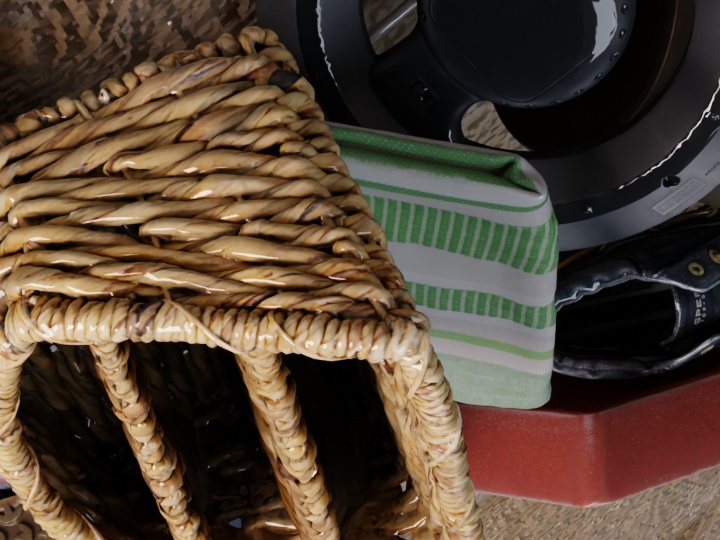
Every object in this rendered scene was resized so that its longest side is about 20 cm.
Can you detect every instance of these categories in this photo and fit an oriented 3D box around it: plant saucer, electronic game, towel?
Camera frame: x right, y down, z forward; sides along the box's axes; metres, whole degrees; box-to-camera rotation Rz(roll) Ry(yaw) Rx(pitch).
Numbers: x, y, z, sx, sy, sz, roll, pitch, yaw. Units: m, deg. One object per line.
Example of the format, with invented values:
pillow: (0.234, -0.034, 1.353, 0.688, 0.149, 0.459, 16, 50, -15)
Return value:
plant saucer: (0.116, 0.059, 1.198, 0.199, 0.200, 0.037, -15, 100, -33)
electronic game: (0.060, -0.098, 0.941, 0.200, 0.200, 0.042, -58, -174, 27)
towel: (0.000, 0.000, 0.992, 0.152, 0.023, 0.200, 9, 154, 6)

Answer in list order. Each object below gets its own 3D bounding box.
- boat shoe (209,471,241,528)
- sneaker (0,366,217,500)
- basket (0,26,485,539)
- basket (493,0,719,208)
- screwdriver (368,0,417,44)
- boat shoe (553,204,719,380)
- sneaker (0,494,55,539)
boat shoe: (-0.015, 0.088, 1.087, 0.084, 0.069, 0.200, -35, -177, 26)
sneaker: (-0.135, 0.078, 1.029, 0.200, 0.079, 0.096, 8, 127, -49)
basket: (-0.052, 0.048, 0.862, 0.143, 0.149, 0.200, -22, 146, -7)
basket: (0.161, -0.086, 1.062, 0.200, 0.180, 0.136, 8, 116, -38)
screwdriver: (-0.003, -0.085, 1.004, 0.200, 0.028, 0.029, -40, 177, 7)
boat shoe: (0.166, 0.007, 1.167, 0.200, 0.091, 0.071, -13, 106, 0)
sneaker: (-0.175, 0.134, 1.003, 0.200, 0.067, 0.090, -8, 153, 11)
